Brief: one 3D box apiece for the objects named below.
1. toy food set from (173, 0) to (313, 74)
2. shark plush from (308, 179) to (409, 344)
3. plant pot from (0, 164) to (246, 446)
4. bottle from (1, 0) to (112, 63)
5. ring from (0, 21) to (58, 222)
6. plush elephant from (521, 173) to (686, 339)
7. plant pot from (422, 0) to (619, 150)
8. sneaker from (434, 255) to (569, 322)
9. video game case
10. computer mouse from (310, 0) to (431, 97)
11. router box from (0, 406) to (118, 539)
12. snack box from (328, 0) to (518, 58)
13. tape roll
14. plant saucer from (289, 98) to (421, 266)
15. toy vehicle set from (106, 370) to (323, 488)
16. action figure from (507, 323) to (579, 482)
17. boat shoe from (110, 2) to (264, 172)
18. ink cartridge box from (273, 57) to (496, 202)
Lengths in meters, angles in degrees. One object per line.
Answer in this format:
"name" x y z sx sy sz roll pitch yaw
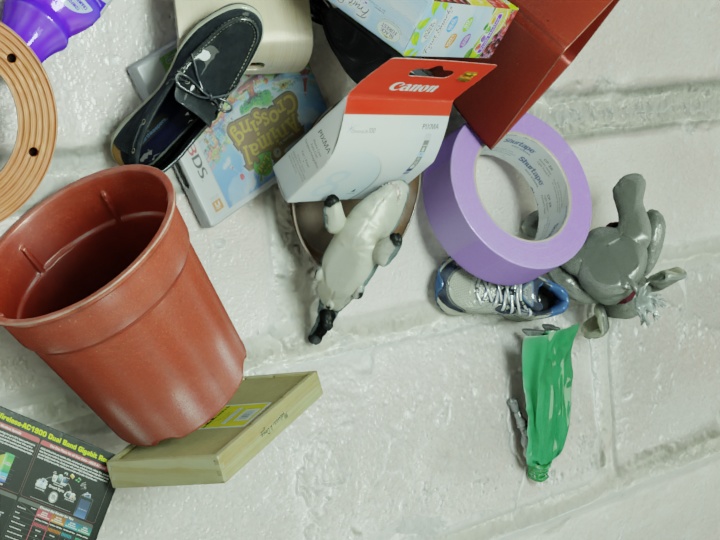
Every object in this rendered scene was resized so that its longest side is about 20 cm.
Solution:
"toy food set" -0.131 -0.296 1.372 0.143 0.060 0.201 -6 87 -26
"shark plush" 0.000 0.000 1.453 0.083 0.091 0.201 -42 149 -63
"plant pot" -0.212 0.043 1.251 0.201 0.200 0.196 -51 131 -28
"bottle" -0.270 -0.262 1.256 0.084 0.065 0.200 45 63 -32
"ring" -0.361 -0.128 1.176 0.200 0.019 0.201 -3 99 -19
"plush elephant" 0.322 0.000 1.748 0.164 0.155 0.200 -28 70 -1
"plant pot" 0.169 -0.296 1.546 0.176 0.200 0.200 41 56 3
"sneaker" 0.175 0.022 1.651 0.200 0.085 0.077 6 88 -41
"video game case" -0.125 -0.171 1.418 0.200 0.022 0.182 -39 116 -34
"computer mouse" 0.005 -0.223 1.440 0.138 0.200 0.053 31 100 -40
"router box" -0.325 0.203 1.228 0.200 0.062 0.150 32 71 -38
"snack box" 0.042 -0.284 1.376 0.200 0.169 0.068 -11 136 -59
"tape roll" 0.173 -0.087 1.612 0.200 0.066 0.201 11 67 -28
"plant saucer" -0.011 -0.095 1.501 0.200 0.032 0.201 -14 109 -44
"toy vehicle set" -0.135 0.149 1.312 0.200 0.124 0.027 -37 117 -58
"action figure" 0.228 0.170 1.726 0.118 0.055 0.201 -7 102 -43
"boat shoe" -0.159 -0.168 1.309 0.200 0.062 0.075 -48 129 3
"ink cartridge box" 0.031 -0.138 1.380 0.160 0.200 0.047 -5 66 -45
